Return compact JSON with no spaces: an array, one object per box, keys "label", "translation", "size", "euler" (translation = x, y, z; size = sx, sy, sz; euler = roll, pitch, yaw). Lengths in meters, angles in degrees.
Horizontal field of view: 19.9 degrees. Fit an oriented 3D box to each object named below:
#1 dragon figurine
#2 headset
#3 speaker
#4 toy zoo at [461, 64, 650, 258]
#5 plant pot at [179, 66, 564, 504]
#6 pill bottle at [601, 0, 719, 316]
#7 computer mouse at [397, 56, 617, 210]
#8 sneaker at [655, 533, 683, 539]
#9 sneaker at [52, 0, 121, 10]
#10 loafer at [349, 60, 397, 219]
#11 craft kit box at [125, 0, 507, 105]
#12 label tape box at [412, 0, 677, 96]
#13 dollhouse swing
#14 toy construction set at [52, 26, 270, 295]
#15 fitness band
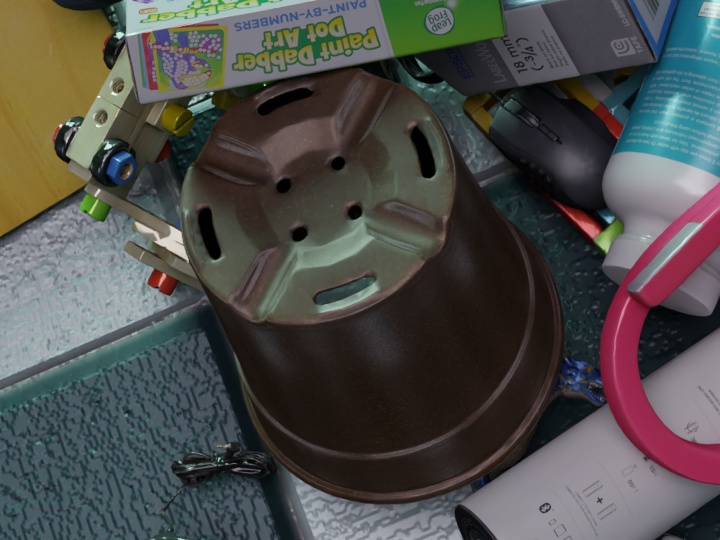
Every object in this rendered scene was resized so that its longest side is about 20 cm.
[{"label":"dragon figurine","translation":[0.051,0.084,1.231],"size":[0.198,0.059,0.100],"euler":[6,77,10]},{"label":"headset","translation":[-0.096,0.196,1.200],"size":[0.093,0.124,0.201],"euler":[-5,56,7]},{"label":"speaker","translation":[0.156,0.114,1.174],"size":[0.199,0.081,0.081],"euler":[-33,73,-13]},{"label":"toy zoo","translation":[0.156,-0.097,1.278],"size":[0.131,0.020,0.200],"euler":[-43,74,-3]},{"label":"plant pot","translation":[0.000,0.000,1.132],"size":[0.199,0.198,0.202],"euler":[-6,62,12]},{"label":"pill bottle","translation":[0.210,-0.078,1.197],"size":[0.110,0.111,0.201],"euler":[22,80,14]},{"label":"computer mouse","translation":[0.085,-0.110,1.264],"size":[0.200,0.034,0.059],"euler":[41,87,16]},{"label":"sneaker","translation":[0.128,0.231,1.139],"size":[0.199,0.130,0.080],"euler":[-36,92,-5]},{"label":"sneaker","translation":[-0.111,-0.221,1.268],"size":[0.200,0.082,0.071],"euler":[-33,100,-37]},{"label":"loafer","translation":[-0.011,-0.121,1.288],"size":[0.071,0.063,0.201],"euler":[-17,75,5]},{"label":"craft kit box","translation":[-0.033,-0.159,1.149],"size":[0.198,0.198,0.049],"euler":[-11,117,-3]},{"label":"label tape box","translation":[0.098,-0.181,1.248],"size":[0.199,0.063,0.145],"euler":[-7,44,35]},{"label":"dollhouse swing","translation":[-0.250,-0.150,1.349],"size":[0.199,0.176,0.182],"euler":[-31,32,1]},{"label":"toy construction set","translation":[-0.114,-0.089,1.273],"size":[0.092,0.131,0.201],"euler":[13,83,30]},{"label":"fitness band","translation":[0.221,0.026,1.129],"size":[0.200,0.037,0.144],"euler":[-41,106,-8]}]
